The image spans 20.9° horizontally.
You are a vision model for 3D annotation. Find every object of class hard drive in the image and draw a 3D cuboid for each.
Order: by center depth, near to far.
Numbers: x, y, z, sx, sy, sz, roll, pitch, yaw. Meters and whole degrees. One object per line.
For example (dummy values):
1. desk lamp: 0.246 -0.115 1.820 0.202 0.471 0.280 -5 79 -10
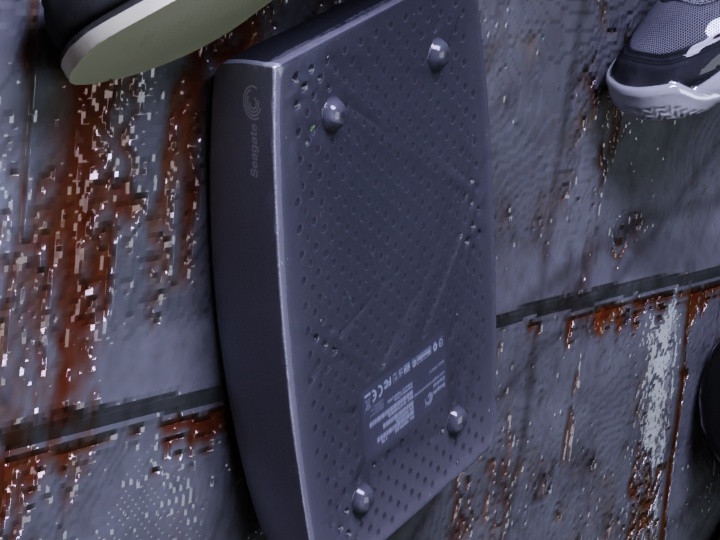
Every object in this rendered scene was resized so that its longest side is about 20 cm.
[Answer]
1. hard drive: 0.000 0.000 0.702 0.135 0.042 0.201 -35 129 -47

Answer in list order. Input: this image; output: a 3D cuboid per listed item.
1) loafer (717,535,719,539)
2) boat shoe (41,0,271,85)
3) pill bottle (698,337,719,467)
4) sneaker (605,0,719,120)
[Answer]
1. loafer: 0.221 0.185 1.090 0.200 0.063 0.072 -34 129 -47
2. boat shoe: -0.025 -0.122 0.607 0.201 0.074 0.063 -37 93 -31
3. pill bottle: 0.277 0.089 1.081 0.200 0.112 0.112 25 80 -52
4. sneaker: 0.169 -0.163 0.867 0.200 0.075 0.114 -43 125 -15
